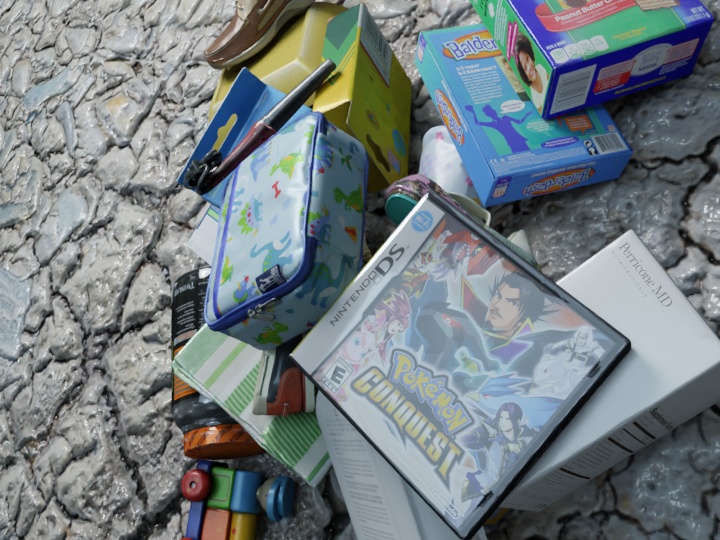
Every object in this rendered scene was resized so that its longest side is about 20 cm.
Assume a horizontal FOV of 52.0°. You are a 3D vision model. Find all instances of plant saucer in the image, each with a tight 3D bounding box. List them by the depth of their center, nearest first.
[{"bbox_3d":[-0.115,-0.264,0.956,0.198,0.049,0.202,-21,41,25],"label":"plant saucer"}]

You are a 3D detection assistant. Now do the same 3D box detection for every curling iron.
[{"bbox_3d":[-0.100,-0.145,0.753,0.199,0.050,0.026,-40,84,-2],"label":"curling iron"}]

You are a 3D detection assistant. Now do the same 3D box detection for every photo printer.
[{"bbox_3d":[0.028,0.174,0.658,0.166,0.069,0.203,-29,80,65],"label":"photo printer"}]

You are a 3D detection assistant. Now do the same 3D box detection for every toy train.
[{"bbox_3d":[-0.138,0.313,0.793,0.114,0.085,0.203,1,73,18],"label":"toy train"}]

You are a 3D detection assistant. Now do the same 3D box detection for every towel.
[{"bbox_3d":[-0.079,0.108,0.776,0.199,0.023,0.153,38,65,11],"label":"towel"}]

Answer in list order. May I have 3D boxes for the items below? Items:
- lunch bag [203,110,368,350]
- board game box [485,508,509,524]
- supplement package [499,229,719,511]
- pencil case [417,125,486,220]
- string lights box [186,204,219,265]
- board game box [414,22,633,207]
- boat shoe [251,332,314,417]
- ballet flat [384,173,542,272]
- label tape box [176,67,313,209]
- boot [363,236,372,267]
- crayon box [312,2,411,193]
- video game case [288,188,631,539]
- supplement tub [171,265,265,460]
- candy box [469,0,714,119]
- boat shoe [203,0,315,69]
[{"bbox_3d":[-0.073,-0.035,0.691,0.160,0.082,0.202,-27,47,39],"label":"lunch bag"},{"bbox_3d":[0.144,0.114,0.704,0.200,0.040,0.153,-46,55,10],"label":"board game box"},{"bbox_3d":[0.178,0.087,0.593,0.199,0.119,0.122,-38,57,14],"label":"supplement package"},{"bbox_3d":[0.084,-0.048,0.775,0.090,0.083,0.203,4,75,54],"label":"pencil case"},{"bbox_3d":[-0.126,-0.087,0.934,0.102,0.059,0.201,33,92,36],"label":"string lights box"},{"bbox_3d":[0.158,-0.168,0.745,0.150,0.045,0.202,-12,61,-14],"label":"board game box"},{"bbox_3d":[-0.084,0.049,0.755,0.062,0.071,0.203,-3,68,-7],"label":"boat shoe"},{"bbox_3d":[0.112,-0.026,0.694,0.199,0.069,0.071,40,55,11],"label":"ballet flat"},{"bbox_3d":[-0.086,-0.109,0.829,0.066,0.199,0.144,32,91,39],"label":"label tape box"},{"bbox_3d":[0.000,0.000,0.713,0.200,0.072,0.157,125,134,-58],"label":"boot"},{"bbox_3d":[0.006,-0.179,0.811,0.050,0.127,0.202,-17,46,25],"label":"crayon box"},{"bbox_3d":[0.066,0.062,0.561,0.200,0.025,0.181,41,90,29],"label":"video game case"},{"bbox_3d":[-0.155,0.106,0.845,0.121,0.122,0.203,-18,64,25],"label":"supplement tub"},{"bbox_3d":[0.215,-0.266,0.733,0.167,0.077,0.202,-18,60,-8],"label":"candy box"},{"bbox_3d":[-0.130,-0.342,0.946,0.200,0.072,0.076,-44,37,-3],"label":"boat shoe"}]
